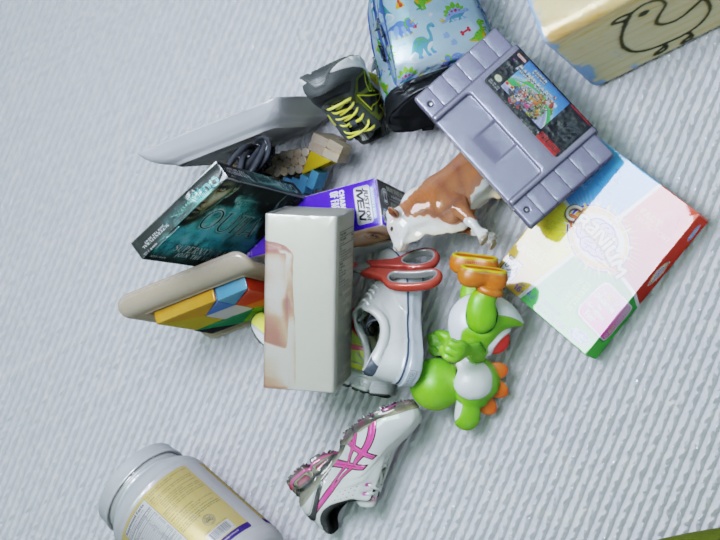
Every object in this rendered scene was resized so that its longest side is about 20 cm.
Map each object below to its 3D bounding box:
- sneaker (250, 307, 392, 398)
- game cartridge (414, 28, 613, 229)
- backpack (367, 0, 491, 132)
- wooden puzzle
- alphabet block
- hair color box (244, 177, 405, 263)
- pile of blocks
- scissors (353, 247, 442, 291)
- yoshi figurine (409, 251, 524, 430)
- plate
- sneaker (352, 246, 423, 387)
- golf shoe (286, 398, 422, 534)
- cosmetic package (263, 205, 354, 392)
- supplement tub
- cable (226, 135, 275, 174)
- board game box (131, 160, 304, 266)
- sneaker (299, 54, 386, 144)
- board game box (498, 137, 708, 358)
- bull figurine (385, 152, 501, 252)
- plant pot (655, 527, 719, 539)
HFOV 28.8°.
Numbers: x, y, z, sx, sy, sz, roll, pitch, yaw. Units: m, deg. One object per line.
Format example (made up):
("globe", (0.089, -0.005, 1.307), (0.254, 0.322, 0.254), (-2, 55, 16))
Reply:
("sneaker", (-0.038, 0.082, 1.701), (0.200, 0.078, 0.090), (21, 90, 17))
("game cartridge", (0.173, -0.162, 1.575), (0.130, 0.038, 0.200), (-42, 80, 4))
("backpack", (0.083, -0.289, 1.673), (0.163, 0.154, 0.200), (-13, 59, 2))
("wooden puzzle", (-0.164, 0.039, 1.696), (0.185, 0.200, 0.037), (-20, 70, 22))
("alphabet block", (0.288, -0.351, 1.550), (0.200, 0.195, 0.197), (-26, 72, 21))
("hair color box", (-0.043, -0.051, 1.704), (0.200, 0.109, 0.065), (-15, 74, 24))
("pile of blocks", (-0.086, -0.118, 1.770), (0.200, 0.062, 0.082), (-15, 87, 31))
("scissors", (0.000, 0.000, 1.641), (0.200, 0.014, 0.073), (-1, 40, 14))
("yoshi figurine", (0.106, 0.083, 1.596), (0.112, 0.112, 0.200), (18, 109, 40))
("plate", (-0.143, -0.167, 1.731), (0.199, 0.200, 0.032), (-20, 89, 22))
("sneaker", (0.029, 0.044, 1.631), (0.200, 0.071, 0.073), (-96, 29, -45))
("golf shoe", (0.007, 0.229, 1.654), (0.200, 0.073, 0.092), (-43, 71, 24))
("cosmetic package", (-0.058, 0.030, 1.596), (0.087, 0.103, 0.200), (3, 97, 11))
("supplement tub", (-0.207, 0.316, 1.698), (0.200, 0.145, 0.145), (36, 97, 27))
("cable", (-0.162, -0.088, 1.689), (0.051, 0.163, 0.200), (48, 117, 5))
("board game box", (-0.157, -0.058, 1.587), (0.135, 0.200, 0.028), (-42, 73, 15))
("sneaker", (-0.008, -0.200, 1.670), (0.074, 0.200, 0.085), (-22, 83, 18))
("board game box", (0.267, -0.025, 1.584), (0.153, 0.040, 0.200), (42, 100, 26))
("bull figurine", (0.122, -0.085, 1.620), (0.121, 0.065, 0.200), (36, 71, 21))
("plant pot", (0.333, 0.348, 1.414), (0.193, 0.200, 0.201), (-6, 78, 38))
